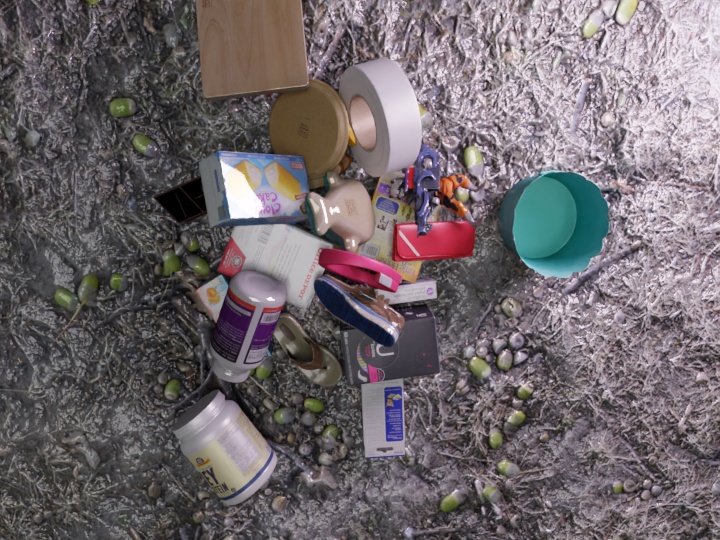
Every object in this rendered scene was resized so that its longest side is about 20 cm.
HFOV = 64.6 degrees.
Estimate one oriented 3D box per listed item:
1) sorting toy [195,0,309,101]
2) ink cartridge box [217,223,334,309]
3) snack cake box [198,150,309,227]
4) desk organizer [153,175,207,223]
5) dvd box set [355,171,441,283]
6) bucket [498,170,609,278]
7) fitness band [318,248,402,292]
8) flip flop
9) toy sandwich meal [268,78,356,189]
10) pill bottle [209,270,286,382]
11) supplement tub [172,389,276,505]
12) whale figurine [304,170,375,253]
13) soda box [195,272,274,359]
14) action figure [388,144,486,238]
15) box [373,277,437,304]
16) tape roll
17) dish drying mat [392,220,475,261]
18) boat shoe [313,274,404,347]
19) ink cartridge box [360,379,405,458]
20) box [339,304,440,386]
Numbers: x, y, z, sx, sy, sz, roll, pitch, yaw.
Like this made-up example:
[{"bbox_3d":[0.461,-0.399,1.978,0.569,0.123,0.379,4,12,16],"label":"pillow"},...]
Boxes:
[{"bbox_3d":[-0.198,-0.421,1.072,0.194,0.070,0.205,-6,84,2],"label":"sorting toy"},{"bbox_3d":[-0.169,-0.032,1.159,0.197,0.086,0.150,25,99,-9],"label":"ink cartridge box"},{"bbox_3d":[-0.182,-0.144,1.023,0.066,0.198,0.118,-14,87,40],"label":"snack cake box"},{"bbox_3d":[-0.295,-0.152,1.105,0.197,0.077,0.073,-19,102,20],"label":"desk organizer"},{"bbox_3d":[0.078,-0.093,1.168,0.144,0.029,0.204,19,90,-6],"label":"dvd box set"},{"bbox_3d":[0.380,-0.099,1.144,0.202,0.135,0.212,0,102,-2],"label":"bucket"},{"bbox_3d":[0.000,0.000,1.098,0.141,0.200,0.038,16,83,25],"label":"fitness band"},{"bbox_3d":[-0.119,0.174,1.215,0.081,0.058,0.201,-39,100,5],"label":"flip flop"},{"bbox_3d":[-0.091,-0.268,1.113,0.201,0.070,0.210,6,103,26],"label":"toy sandwich meal"},{"bbox_3d":[-0.223,0.110,1.098,0.110,0.113,0.203,21,109,-6],"label":"pill bottle"},{"bbox_3d":[-0.287,0.370,1.202,0.144,0.145,0.202,-35,100,5],"label":"supplement tub"},{"bbox_3d":[-0.052,-0.103,1.068,0.102,0.199,0.163,-15,91,30],"label":"whale figurine"},{"bbox_3d":[-0.260,0.102,1.192,0.068,0.064,0.202,-28,102,3],"label":"soda box"},{"bbox_3d":[0.145,-0.130,1.111,0.189,0.105,0.204,15,65,-2],"label":"action figure"},{"bbox_3d":[0.063,0.049,1.208,0.195,0.041,0.040,-8,101,0],"label":"box"},{"bbox_3d":[0.032,-0.281,1.056,0.070,0.202,0.206,-22,102,-20],"label":"tape roll"},{"bbox_3d":[0.153,-0.060,1.159,0.196,0.018,0.079,-4,100,-28],"label":"dish drying mat"},{"bbox_3d":[-0.002,0.068,1.121,0.199,0.073,0.073,37,139,5],"label":"boat shoe"},{"bbox_3d":[0.050,0.314,1.261,0.092,0.037,0.205,-3,99,-3],"label":"ink cartridge box"},{"bbox_3d":[0.059,0.154,1.194,0.195,0.106,0.125,-9,102,-1],"label":"box"}]
